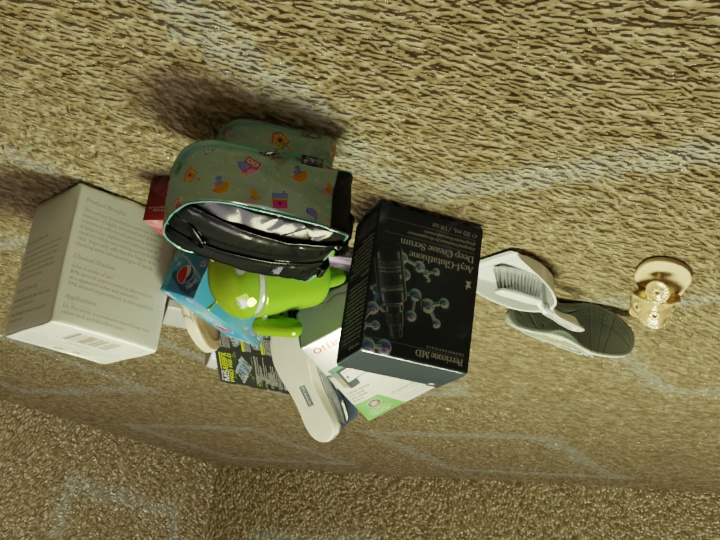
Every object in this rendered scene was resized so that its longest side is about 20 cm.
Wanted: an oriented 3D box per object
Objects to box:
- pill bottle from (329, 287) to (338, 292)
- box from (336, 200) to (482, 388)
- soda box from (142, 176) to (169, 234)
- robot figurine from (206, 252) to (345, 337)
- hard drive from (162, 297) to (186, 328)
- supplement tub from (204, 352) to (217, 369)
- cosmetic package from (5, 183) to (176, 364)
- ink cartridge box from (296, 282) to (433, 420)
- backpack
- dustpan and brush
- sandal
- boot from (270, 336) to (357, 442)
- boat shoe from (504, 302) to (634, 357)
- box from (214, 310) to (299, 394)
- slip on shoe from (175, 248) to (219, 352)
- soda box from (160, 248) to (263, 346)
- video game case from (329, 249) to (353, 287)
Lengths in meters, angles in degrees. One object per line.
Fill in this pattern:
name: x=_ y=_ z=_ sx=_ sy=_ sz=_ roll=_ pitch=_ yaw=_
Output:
pill bottle: x=0.034 y=0.099 z=1.692 sx=0.198 sy=0.114 sz=0.113 roll=16 pitch=160 yaw=-19
box: x=0.064 y=0.034 z=1.345 sx=0.147 sy=0.202 sz=0.107 roll=13 pitch=162 yaw=-15
soda box: x=-0.177 y=-0.081 z=1.333 sx=0.198 sy=0.064 sz=0.070 roll=0 pitch=160 yaw=22
robot figurine: x=-0.120 y=0.001 z=1.408 sx=0.198 sy=0.178 sz=0.115 roll=-10 pitch=-166 yaw=-29
hard drive: x=-0.271 y=0.096 z=1.956 sx=0.198 sy=0.026 sz=0.132 roll=12 pitch=161 yaw=-12
supplement tub: x=-0.165 y=0.128 z=1.822 sx=0.198 sy=0.142 sz=0.140 roll=13 pitch=161 yaw=-14
cosmetic package: x=-0.380 y=0.011 z=1.475 sx=0.166 sy=0.202 sz=0.165 roll=22 pitch=157 yaw=-34
ink cartridge box: x=0.014 y=0.117 z=1.576 sx=0.145 sy=0.085 sz=0.200 roll=-29 pitch=127 yaw=16
backpack: x=-0.121 y=-0.080 z=1.164 sx=0.198 sy=0.155 sz=0.176 roll=5 pitch=162 yaw=-20
dustpan and brush: x=0.252 y=0.039 z=1.496 sx=0.198 sy=0.058 sz=0.139 roll=19 pitch=159 yaw=-28
sandal: x=0.415 y=0.051 z=1.445 sx=0.077 sy=0.070 sz=0.212 roll=6 pitch=161 yaw=8
boot: x=-0.072 y=0.161 z=1.617 sx=0.072 sy=0.202 sz=0.090 roll=-16 pitch=-172 yaw=32
boat shoe: x=0.324 y=0.088 z=1.602 sx=0.199 sy=0.075 sz=0.065 roll=12 pitch=168 yaw=2
box: x=-0.164 y=0.097 z=1.666 sx=0.158 sy=0.044 sz=0.202 roll=7 pitch=119 yaw=24
slip on shoe: x=-0.247 y=0.039 z=1.605 sx=0.060 sy=0.076 sz=0.202 roll=-13 pitch=116 yaw=6
soda box: x=-0.205 y=0.042 z=1.515 sx=0.064 sy=0.068 sz=0.200 roll=14 pitch=164 yaw=28
video game case: x=0.000 y=0.000 z=1.565 sx=0.197 sy=0.019 sz=0.143 roll=6 pitch=161 yaw=10
